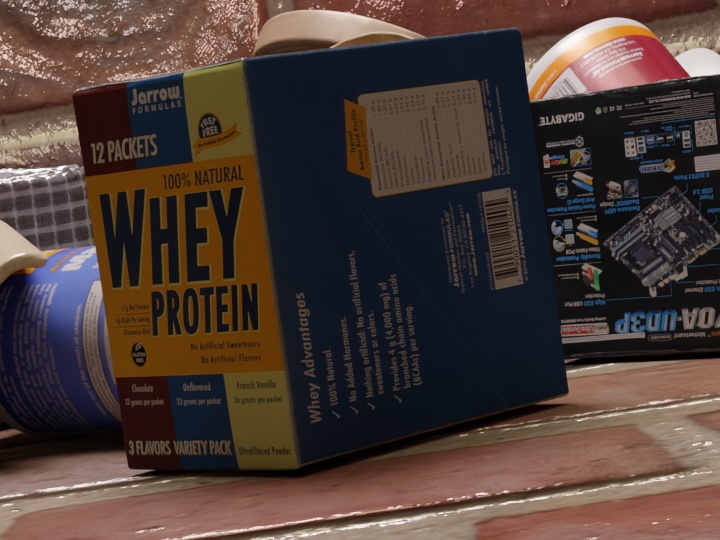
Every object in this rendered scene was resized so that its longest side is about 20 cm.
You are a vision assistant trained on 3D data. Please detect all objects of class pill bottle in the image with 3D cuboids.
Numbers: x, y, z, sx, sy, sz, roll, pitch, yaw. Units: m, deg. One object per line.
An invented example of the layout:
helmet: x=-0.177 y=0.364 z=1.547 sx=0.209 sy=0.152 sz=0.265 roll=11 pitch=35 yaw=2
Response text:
pill bottle: x=0.197 y=-0.063 z=1.605 sx=0.113 sy=0.200 sz=0.113 roll=-23 pitch=-35 yaw=-17
pill bottle: x=-0.159 y=0.041 z=1.446 sx=0.199 sy=0.113 sz=0.112 roll=-4 pitch=5 yaw=40

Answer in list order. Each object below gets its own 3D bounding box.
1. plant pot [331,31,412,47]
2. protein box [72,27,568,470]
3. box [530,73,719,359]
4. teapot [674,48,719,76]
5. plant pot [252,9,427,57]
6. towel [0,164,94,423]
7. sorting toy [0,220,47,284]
plant pot: x=-0.006 y=-0.066 z=1.667 sx=0.199 sy=0.201 sz=0.027 roll=-5 pitch=-24 yaw=42
protein box: x=-0.018 y=-0.013 z=1.265 sx=0.199 sy=0.200 sz=0.135 roll=-11 pitch=5 yaw=-43
box: x=0.192 y=-0.032 z=1.429 sx=0.199 sy=0.160 sz=0.046 roll=-6 pitch=1 yaw=43
teapot: x=0.247 y=-0.051 z=1.748 sx=0.146 sy=0.198 sz=0.200 roll=-43 pitch=-24 yaw=4
plant pot: x=0.005 y=-0.102 z=1.798 sx=0.200 sy=0.093 sz=0.201 roll=19 pitch=-17 yaw=6
towel: x=-0.264 y=0.023 z=1.583 sx=0.199 sy=0.167 sz=0.086 roll=-9 pitch=9 yaw=-13
sorting toy: x=-0.275 y=0.042 z=1.419 sx=0.200 sy=0.036 sz=0.185 roll=-44 pitch=16 yaw=-6
